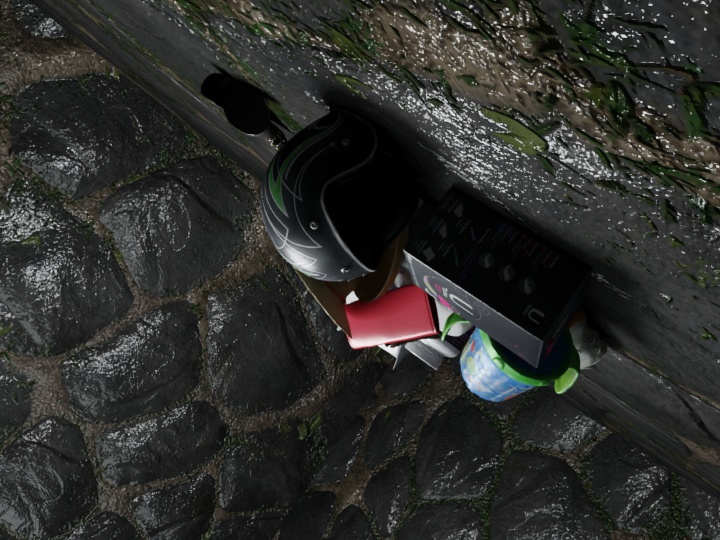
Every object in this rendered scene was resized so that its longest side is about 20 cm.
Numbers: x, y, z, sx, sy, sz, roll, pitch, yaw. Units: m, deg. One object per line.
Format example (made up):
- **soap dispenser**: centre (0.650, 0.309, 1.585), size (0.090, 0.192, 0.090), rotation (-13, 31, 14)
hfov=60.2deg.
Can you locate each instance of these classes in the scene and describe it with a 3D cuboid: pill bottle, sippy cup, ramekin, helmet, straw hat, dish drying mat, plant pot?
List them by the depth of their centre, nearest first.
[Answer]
- **helmet**: centre (-0.036, -0.087, 0.805), size (0.199, 0.192, 0.200), rotation (38, 177, 3)
- **sippy cup**: centre (0.208, 0.118, 0.879), size (0.179, 0.139, 0.131), rotation (53, 145, 17)
- **straw hat**: centre (-0.037, 0.001, 0.932), size (0.202, 0.085, 0.201), rotation (53, 180, 0)
- **dish drying mat**: centre (0.042, 0.071, 0.945), size (0.018, 0.078, 0.199), rotation (-6, 172, -41)
- **plant pot**: centre (0.027, -0.051, 0.945), size (0.027, 0.203, 0.200), rotation (6, -171, -22)
- **ramekin**: centre (0.125, 0.007, 0.969), size (0.201, 0.098, 0.201), rotation (46, 167, 13)
- **pill bottle**: centre (0.171, 0.085, 1.196), size (0.112, 0.201, 0.112), rotation (34, 178, 2)

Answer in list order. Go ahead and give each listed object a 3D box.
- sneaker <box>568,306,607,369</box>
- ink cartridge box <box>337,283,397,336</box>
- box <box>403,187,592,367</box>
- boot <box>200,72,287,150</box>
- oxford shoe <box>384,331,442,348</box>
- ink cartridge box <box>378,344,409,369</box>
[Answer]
- **sneaker**: centre (0.337, 0.102, 0.957), size (0.090, 0.077, 0.200), rotation (2, 156, 11)
- **ink cartridge box**: centre (0.031, 0.068, 1.137), size (0.068, 0.114, 0.201), rotation (57, 155, 24)
- **box**: centre (0.165, 0.010, 0.770), size (0.199, 0.106, 0.122), rotation (34, 169, 24)
- **boot**: centre (-0.182, -0.267, 1.116), size (0.200, 0.069, 0.174), rotation (43, -175, 33)
- **oxford shoe**: centre (0.076, 0.094, 1.070), size (0.199, 0.085, 0.073), rotation (17, -148, -46)
- **ink cartridge box**: centre (0.108, 0.087, 1.350), size (0.083, 0.200, 0.177), rotation (32, 134, 20)
